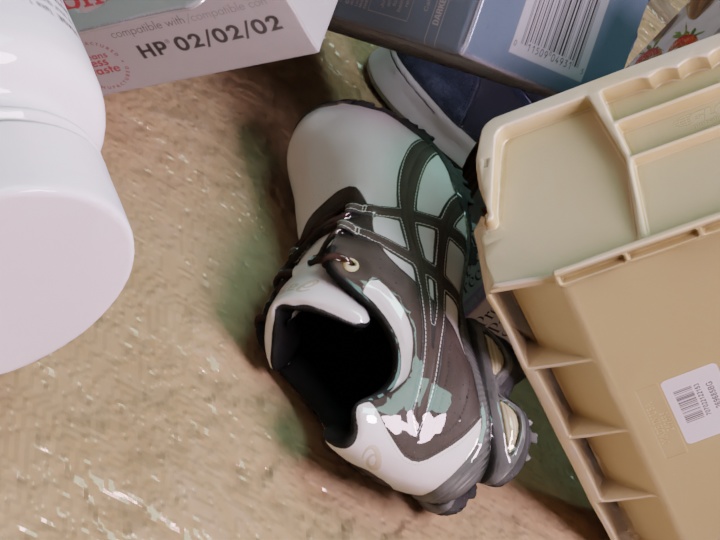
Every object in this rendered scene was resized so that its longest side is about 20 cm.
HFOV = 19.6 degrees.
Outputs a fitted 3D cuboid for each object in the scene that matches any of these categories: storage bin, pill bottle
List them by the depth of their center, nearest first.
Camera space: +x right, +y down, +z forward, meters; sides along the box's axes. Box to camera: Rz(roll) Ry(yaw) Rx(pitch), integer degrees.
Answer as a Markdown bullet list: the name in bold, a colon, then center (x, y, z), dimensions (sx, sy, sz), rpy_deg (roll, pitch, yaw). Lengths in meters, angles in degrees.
- **pill bottle**: center (-0.150, -0.070, 0.675), dimensions (0.113, 0.113, 0.200), rpy_deg (12, 42, -46)
- **storage bin**: center (0.166, 0.009, 0.831), dimensions (0.094, 0.198, 0.200), rpy_deg (-98, 165, -45)

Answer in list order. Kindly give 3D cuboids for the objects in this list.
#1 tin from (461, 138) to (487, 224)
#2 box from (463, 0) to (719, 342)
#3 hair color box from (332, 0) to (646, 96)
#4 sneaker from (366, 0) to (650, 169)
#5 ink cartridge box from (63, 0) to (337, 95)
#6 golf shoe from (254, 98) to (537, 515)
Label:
- **tin**: center (0.137, -0.022, 0.930), dimensions (0.042, 0.200, 0.112), rpy_deg (-59, 142, -60)
- **box**: center (0.099, -0.035, 0.874), dimensions (0.041, 0.200, 0.039), rpy_deg (25, 31, -35)
- **hair color box**: center (0.018, -0.131, 0.930), dimensions (0.099, 0.061, 0.200), rpy_deg (16, 5, -45)
- **sneaker**: center (0.123, -0.082, 1.032), dimensions (0.202, 0.146, 0.077), rpy_deg (41, 26, -11)
- **ink cartridge box**: center (-0.064, -0.139, 0.839), dimensions (0.068, 0.115, 0.200), rpy_deg (56, 38, -37)
- **golf shoe**: center (0.000, 0.000, 0.826), dimensions (0.094, 0.078, 0.200), rpy_deg (17, 37, -42)
